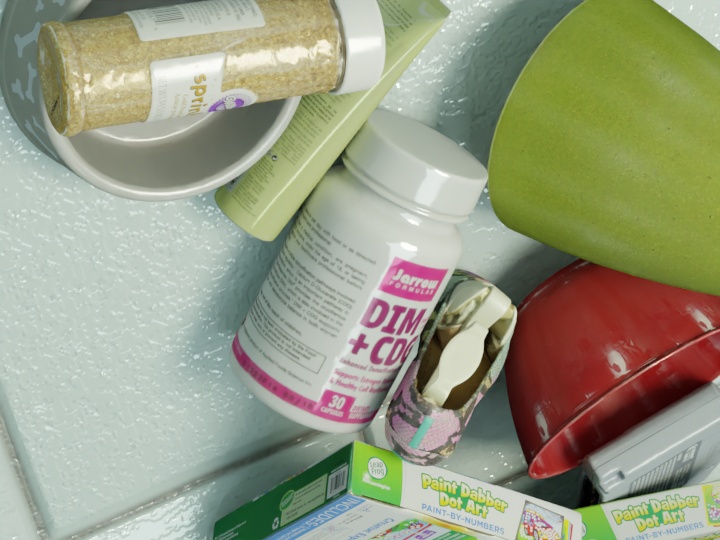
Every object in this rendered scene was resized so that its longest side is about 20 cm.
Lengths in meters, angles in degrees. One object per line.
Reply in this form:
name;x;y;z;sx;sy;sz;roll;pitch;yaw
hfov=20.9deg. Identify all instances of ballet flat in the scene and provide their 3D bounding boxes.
ballet flat;0.072;0.053;1.351;0.069;0.200;0.071;32;131;-3

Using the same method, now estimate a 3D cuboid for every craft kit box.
craft kit box;0.193;0.234;1.562;0.199;0.049;0.198;-8;153;-23
craft kit box;0.024;0.198;1.415;0.197;0.049;0.200;23;146;-25

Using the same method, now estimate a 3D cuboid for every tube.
tube;-0.019;-0.109;1.273;0.058;0.052;0.200;37;106;-1

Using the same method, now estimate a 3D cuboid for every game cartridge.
game cartridge;0.235;0.151;1.541;0.133;0.041;0.200;-26;160;-7

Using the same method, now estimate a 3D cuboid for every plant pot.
plant pot;0.220;-0.063;1.306;0.187;0.200;0.188;-34;142;-32

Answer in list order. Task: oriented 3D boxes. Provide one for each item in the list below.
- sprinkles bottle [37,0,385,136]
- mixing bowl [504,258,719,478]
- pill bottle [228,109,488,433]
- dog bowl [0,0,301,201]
sprinkles bottle;-0.087;-0.127;1.149;0.199;0.068;0.069;-11;125;-21
mixing bowl;0.180;0.054;1.433;0.199;0.109;0.200;-29;163;-10
pill bottle;0.000;0.000;1.322;0.113;0.113;0.201;14;112;-34
dog bowl;-0.121;-0.132;1.209;0.199;0.059;0.201;-13;125;-20
